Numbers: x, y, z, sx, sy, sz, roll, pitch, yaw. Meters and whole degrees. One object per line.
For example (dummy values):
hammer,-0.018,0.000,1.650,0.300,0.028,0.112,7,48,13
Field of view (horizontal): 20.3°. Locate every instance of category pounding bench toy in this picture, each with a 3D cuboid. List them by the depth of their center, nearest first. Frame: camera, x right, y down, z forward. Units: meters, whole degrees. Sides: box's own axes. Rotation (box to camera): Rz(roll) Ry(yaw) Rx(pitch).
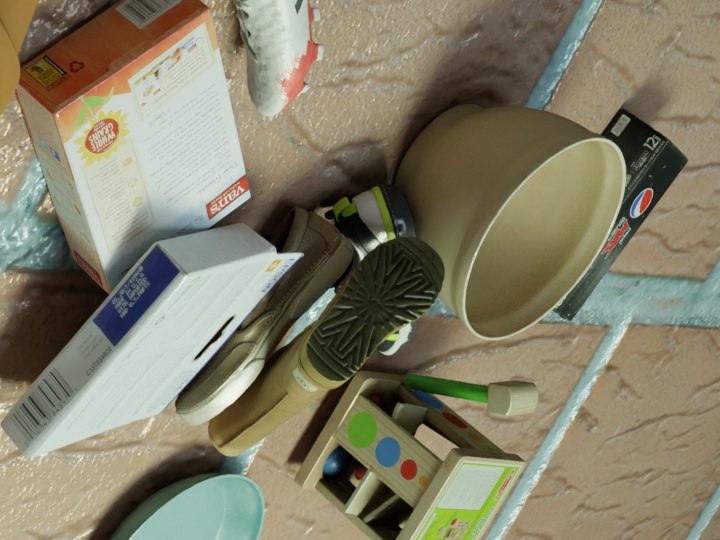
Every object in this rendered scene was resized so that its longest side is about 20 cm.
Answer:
pounding bench toy,0.059,0.150,1.862,0.124,0.156,0.201,11,113,-56

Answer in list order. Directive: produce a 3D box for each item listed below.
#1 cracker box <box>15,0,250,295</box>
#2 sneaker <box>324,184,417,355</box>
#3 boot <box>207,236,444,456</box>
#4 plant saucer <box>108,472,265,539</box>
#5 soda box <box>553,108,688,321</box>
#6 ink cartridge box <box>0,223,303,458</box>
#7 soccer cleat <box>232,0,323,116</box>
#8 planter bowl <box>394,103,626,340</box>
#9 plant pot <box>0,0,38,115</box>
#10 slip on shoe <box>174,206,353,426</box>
cracker box,-0.157,-0.092,1.413,0.134,0.058,0.201,-37,146,-21
sneaker,0.000,0.000,1.737,0.082,0.072,0.201,-14,139,-11
boot,-0.033,0.062,1.672,0.175,0.066,0.200,-40,180,-33
plant saucer,-0.170,0.253,1.780,0.199,0.036,0.201,-35,146,-27
soda box,0.231,-0.053,1.973,0.201,0.063,0.071,-54,150,4
ink cartridge box,-0.155,0.048,1.523,0.200,0.041,0.200,-48,167,19
soccer cleat,-0.067,-0.201,1.419,0.085,0.069,0.201,-12,129,-36
planter bowl,0.113,-0.061,1.735,0.200,0.134,0.201,-35,146,-28
plant pot,-0.249,-0.179,1.086,0.141,0.199,0.201,-58,153,-21
slip on shoe,-0.091,0.036,1.641,0.061,0.076,0.200,40,97,-21
